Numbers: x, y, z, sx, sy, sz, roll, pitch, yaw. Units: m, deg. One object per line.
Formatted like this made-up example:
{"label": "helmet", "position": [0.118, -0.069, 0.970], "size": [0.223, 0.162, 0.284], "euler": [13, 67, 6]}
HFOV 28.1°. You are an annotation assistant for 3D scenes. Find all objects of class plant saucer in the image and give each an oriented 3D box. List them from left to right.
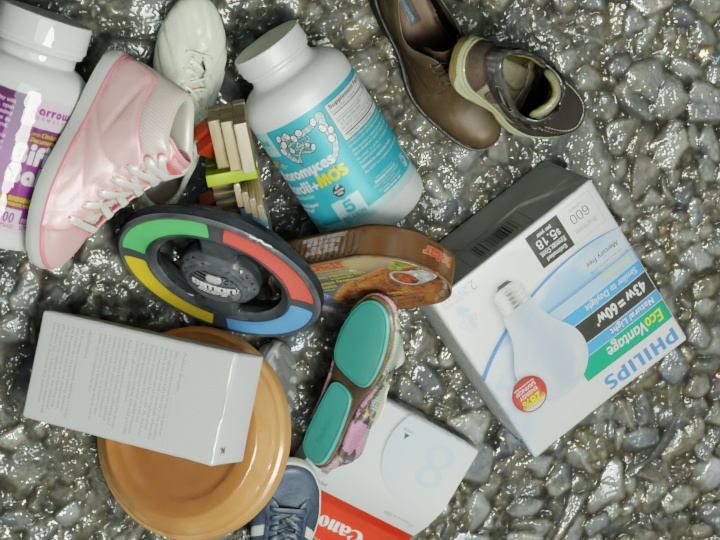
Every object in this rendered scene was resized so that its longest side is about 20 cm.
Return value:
{"label": "plant saucer", "position": [-0.163, 0.152, 1.352], "size": [0.197, 0.037, 0.204], "euler": [-2, 82, 17]}

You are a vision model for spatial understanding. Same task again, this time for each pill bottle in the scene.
{"label": "pill bottle", "position": [-0.304, -0.129, 1.262], "size": [0.111, 0.112, 0.203], "euler": [16, 101, -17]}
{"label": "pill bottle", "position": [-0.034, -0.128, 1.332], "size": [0.110, 0.111, 0.201], "euler": [-35, 109, -3]}

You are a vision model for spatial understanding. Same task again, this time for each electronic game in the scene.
{"label": "electronic game", "position": [-0.128, 0.003, 1.312], "size": [0.199, 0.199, 0.042], "euler": [31, 59, -19]}

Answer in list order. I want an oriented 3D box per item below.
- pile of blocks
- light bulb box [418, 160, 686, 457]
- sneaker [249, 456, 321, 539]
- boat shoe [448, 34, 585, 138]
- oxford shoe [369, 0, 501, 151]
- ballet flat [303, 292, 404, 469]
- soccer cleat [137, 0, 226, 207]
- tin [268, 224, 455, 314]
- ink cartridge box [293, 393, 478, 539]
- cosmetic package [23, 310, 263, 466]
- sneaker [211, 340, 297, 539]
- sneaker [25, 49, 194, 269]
{"label": "pile of blocks", "position": [-0.119, -0.066, 1.311], "size": [0.061, 0.083, 0.201], "euler": [-11, 140, -1]}
{"label": "light bulb box", "position": [0.178, 0.036, 1.422], "size": [0.197, 0.125, 0.201], "euler": [-37, 109, -3]}
{"label": "sneaker", "position": [-0.078, 0.286, 1.425], "size": [0.074, 0.085, 0.203], "euler": [5, 113, -10]}
{"label": "boat shoe", "position": [0.160, -0.165, 1.357], "size": [0.199, 0.064, 0.074], "euler": [13, 96, -48]}
{"label": "oxford shoe", "position": [0.076, -0.192, 1.358], "size": [0.072, 0.084, 0.201], "euler": [-38, 112, -4]}
{"label": "ballet flat", "position": [0.004, 0.104, 1.374], "size": [0.071, 0.069, 0.202], "euler": [-7, 128, -44]}
{"label": "soccer cleat", "position": [-0.162, -0.149, 1.311], "size": [0.068, 0.078, 0.203], "euler": [11, 101, -17]}
{"label": "tin", "position": [0.000, 0.000, 1.327], "size": [0.111, 0.198, 0.042], "euler": [24, 67, -41]}
{"label": "ink cartridge box", "position": [0.003, 0.227, 1.468], "size": [0.159, 0.047, 0.202], "euler": [28, 95, -19]}
{"label": "cosmetic package", "position": [-0.198, 0.105, 1.312], "size": [0.197, 0.071, 0.103], "euler": [12, 89, 19]}
{"label": "sneaker", "position": [-0.130, 0.156, 1.402], "size": [0.202, 0.081, 0.075], "euler": [-64, 148, -10]}
{"label": "sneaker", "position": [-0.210, -0.082, 1.244], "size": [0.104, 0.075, 0.202], "euler": [24, 87, 14]}
